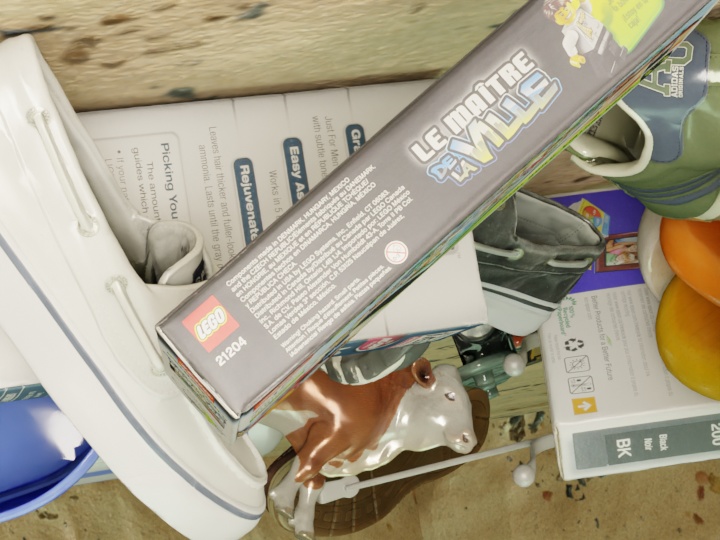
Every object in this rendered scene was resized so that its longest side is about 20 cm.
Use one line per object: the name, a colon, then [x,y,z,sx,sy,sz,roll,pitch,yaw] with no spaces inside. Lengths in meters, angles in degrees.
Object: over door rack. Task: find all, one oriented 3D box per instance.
over door rack: [0.056,0.054,1.150,0.200,0.148,0.067,-8,-168,-12]

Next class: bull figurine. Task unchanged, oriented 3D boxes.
bull figurine: [-0.037,0.073,1.087,0.200,0.122,0.065,29,162,1]

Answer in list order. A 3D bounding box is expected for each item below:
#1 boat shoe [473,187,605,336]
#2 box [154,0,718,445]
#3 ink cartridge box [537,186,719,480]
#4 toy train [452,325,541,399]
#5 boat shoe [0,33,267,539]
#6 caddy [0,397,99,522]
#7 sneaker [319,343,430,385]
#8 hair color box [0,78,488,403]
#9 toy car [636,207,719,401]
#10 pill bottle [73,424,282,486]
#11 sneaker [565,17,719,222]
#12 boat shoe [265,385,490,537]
boat shoe: [0.038,-0.028,0.885,0.071,0.072,0.200,-47,145,18]
box: [0.025,-0.029,0.589,0.200,0.035,0.110,-41,177,-8]
ink cartridge box: [0.189,0.017,1.012,0.200,0.043,0.198,-9,-145,5]
toy train: [0.106,0.033,1.376,0.114,0.085,0.200,-22,170,2]
boat shoe: [-0.076,0.012,0.647,0.065,0.200,0.074,-31,-146,6]
caddy: [-0.186,0.041,0.793,0.200,0.142,0.105,-20,178,0]
sneaker: [0.000,0.000,0.983,0.085,0.075,0.200,-19,-164,-17]
hair color box: [-0.060,-0.011,0.747,0.200,0.100,0.061,-7,173,-17]
toy car: [0.225,-0.022,0.889,0.200,0.175,0.150,-22,133,-10]
pill bottle: [-0.109,0.065,1.197,0.200,0.112,0.112,-8,172,-14]
sneaker: [0.115,-0.062,0.763,0.090,0.067,0.200,4,174,-6]
boat shoe: [-0.001,0.113,1.276,0.072,0.072,0.200,21,-149,37]
